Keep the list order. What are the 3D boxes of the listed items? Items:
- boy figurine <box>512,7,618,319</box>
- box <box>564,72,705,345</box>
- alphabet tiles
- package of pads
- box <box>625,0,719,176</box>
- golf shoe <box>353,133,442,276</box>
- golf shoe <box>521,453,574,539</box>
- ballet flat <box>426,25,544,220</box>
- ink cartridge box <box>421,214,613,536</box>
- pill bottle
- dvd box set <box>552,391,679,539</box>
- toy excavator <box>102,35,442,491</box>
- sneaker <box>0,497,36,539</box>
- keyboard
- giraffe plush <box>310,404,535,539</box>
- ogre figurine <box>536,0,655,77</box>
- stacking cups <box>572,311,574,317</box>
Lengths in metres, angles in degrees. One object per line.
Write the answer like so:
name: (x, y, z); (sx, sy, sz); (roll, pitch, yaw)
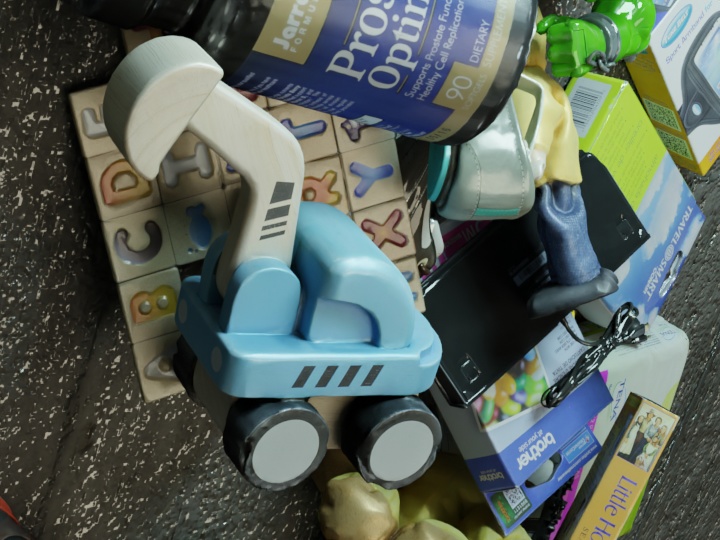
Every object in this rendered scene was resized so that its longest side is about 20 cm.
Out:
boy figurine: (0.100, -0.075, 0.891); (0.124, 0.064, 0.201); (-39, 110, -78)
box: (0.180, -0.041, 1.083); (0.122, 0.047, 0.200); (-61, 143, -11)
alphabet tiles: (-0.057, -0.048, 0.779); (0.166, 0.008, 0.201); (-17, 108, -19)
package of pads: (0.177, 0.136, 1.192); (0.154, 0.068, 0.201); (-12, 124, -43)
box: (0.248, -0.171, 1.086); (0.119, 0.041, 0.200); (-52, 144, -9)
golf shoe: (0.000, 0.000, 0.863); (0.094, 0.078, 0.201); (16, 106, -22)
golf shoe: (0.088, 0.202, 1.111); (0.201, 0.094, 0.078); (-63, 167, 15)
ballet flat: (0.068, -0.115, 0.823); (0.063, 0.201, 0.067); (5, 152, -9)
ink cartridge box: (0.094, 0.055, 0.969); (0.119, 0.042, 0.201); (-32, 101, -40)
pill bottle: (-0.026, -0.134, 0.707); (0.199, 0.112, 0.113); (12, 107, -25)
dvd box set: (0.155, 0.178, 1.022); (0.201, 0.029, 0.146); (-62, 173, 0)
toy excavator: (-0.040, -0.005, 0.713); (0.193, 0.100, 0.201); (2, 115, -29)
sneaker: (-0.178, 0.199, 0.827); (0.077, 0.082, 0.200); (-47, 141, -14)
keyboard: (0.118, 0.021, 0.950); (0.200, 0.021, 0.127); (-38, 98, -31)
giraffe plush: (0.020, 0.202, 1.022); (0.163, 0.172, 0.200); (-61, 178, 20)
ogre figurine: (0.147, -0.210, 0.899); (0.098, 0.201, 0.120); (-22, 165, 24)
stacking cups: (0.061, 0.042, 1.006); (0.199, 0.060, 0.061); (-10, 122, -43)
